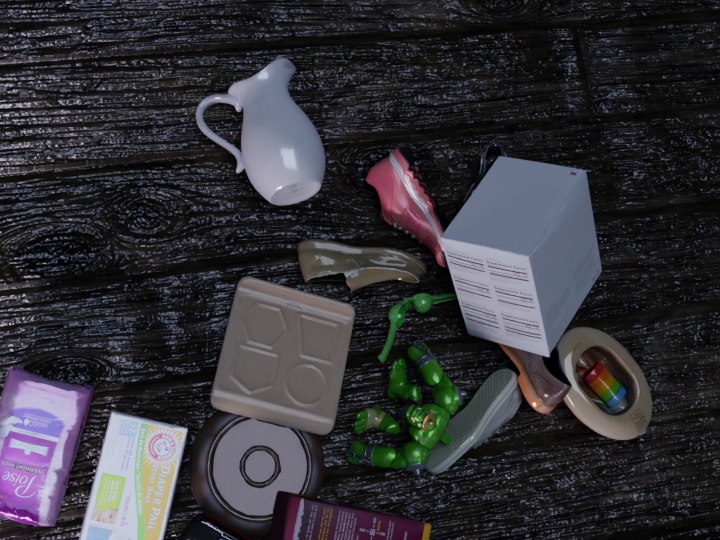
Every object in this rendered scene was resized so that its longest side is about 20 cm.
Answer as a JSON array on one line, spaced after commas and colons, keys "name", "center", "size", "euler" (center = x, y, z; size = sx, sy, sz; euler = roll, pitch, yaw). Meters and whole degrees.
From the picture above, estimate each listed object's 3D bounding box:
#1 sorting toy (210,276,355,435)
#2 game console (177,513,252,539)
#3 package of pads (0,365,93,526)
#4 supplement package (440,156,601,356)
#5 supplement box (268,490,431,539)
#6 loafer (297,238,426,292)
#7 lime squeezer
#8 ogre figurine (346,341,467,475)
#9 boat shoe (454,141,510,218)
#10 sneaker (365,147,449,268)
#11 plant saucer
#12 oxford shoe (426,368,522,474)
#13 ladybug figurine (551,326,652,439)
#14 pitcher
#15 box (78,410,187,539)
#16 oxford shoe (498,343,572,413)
[{"name": "sorting toy", "center": [-0.113, 0.126, 1.606], "size": [0.184, 0.036, 0.202], "euler": [15, 69, -9]}, {"name": "game console", "center": [-0.183, 0.454, 1.495], "size": [0.199, 0.173, 0.119], "euler": [32, 47, -5]}, {"name": "package of pads", "center": [-0.449, 0.240, 1.494], "size": [0.120, 0.076, 0.202], "euler": [15, 76, -7]}, {"name": "supplement package", "center": [0.240, -0.023, 1.599], "size": [0.146, 0.201, 0.192], "euler": [14, 51, 33]}, {"name": "supplement box", "center": [-0.016, 0.373, 1.532], "size": [0.199, 0.110, 0.086], "euler": [16, 79, -19]}, {"name": "loafer", "center": [0.000, 0.000, 1.650], "size": [0.198, 0.076, 0.068], "euler": [8, 78, -1]}, {"name": "lime squeezer", "center": [0.088, 0.063, 1.660], "size": [0.199, 0.070, 0.038], "euler": [-31, 123, -22]}, {"name": "ogre figurine", "center": [0.075, 0.211, 1.604], "size": [0.119, 0.099, 0.200], "euler": [25, 56, 28]}, {"name": "boat shoe", "center": [0.184, -0.114, 1.691], "size": [0.072, 0.063, 0.201], "euler": [9, 55, 27]}, {"name": "sneaker", "center": [0.078, -0.087, 1.695], "size": [0.086, 0.074, 0.201], "euler": [-27, 95, 17]}, {"name": "plant saucer", "center": [-0.147, 0.283, 1.578], "size": [0.198, 0.032, 0.202], "euler": [2, 80, -13]}, {"name": "oxford shoe", "center": [0.176, 0.236, 1.646], "size": [0.200, 0.075, 0.058], "euler": [-45, 119, -16]}, {"name": "ladybug figurine", "center": [0.368, 0.179, 1.693], "size": [0.136, 0.072, 0.200], "euler": [-39, 92, -21]}, {"name": "pitcher", "center": [-0.149, -0.196, 1.639], "size": [0.170, 0.121, 0.201], "euler": [-20, 73, 5]}, {"name": "box", "center": [-0.312, 0.303, 1.498], "size": [0.112, 0.101, 0.202], "euler": [13, 76, -10]}, {"name": "oxford shoe", "center": [0.262, 0.113, 1.658], "size": [0.071, 0.073, 0.201], "euler": [3, 52, -42]}]
